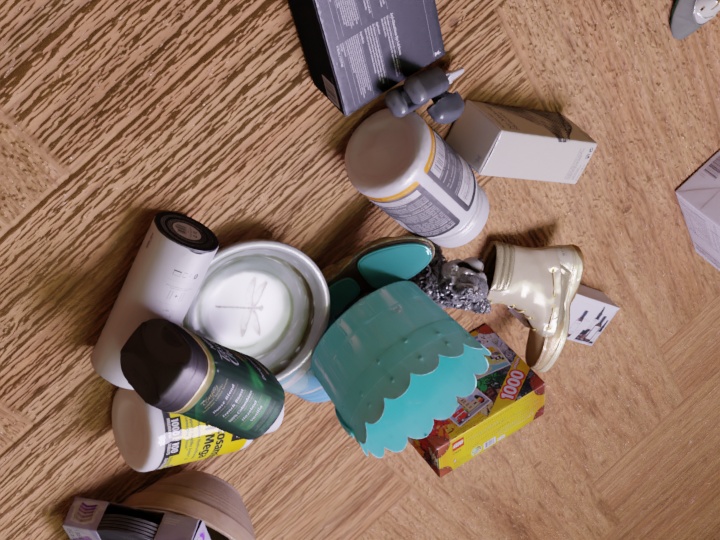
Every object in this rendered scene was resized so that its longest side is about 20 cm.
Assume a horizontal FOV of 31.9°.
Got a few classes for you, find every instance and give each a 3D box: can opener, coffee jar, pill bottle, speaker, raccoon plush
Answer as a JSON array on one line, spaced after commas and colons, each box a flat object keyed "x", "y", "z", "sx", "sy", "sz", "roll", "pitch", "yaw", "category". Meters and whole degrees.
[{"x": 0.086, "y": -0.198, "z": 1.459, "sx": 0.053, "sy": 0.067, "sz": 0.200, "roll": -31, "pitch": -176, "yaw": 23, "category": "can opener"}, {"x": -0.178, "y": 0.123, "z": 1.427, "sx": 0.085, "sy": 0.104, "sz": 0.200, "roll": -53, "pitch": 146, "yaw": 4, "category": "coffee jar"}, {"x": -0.200, "y": 0.179, "z": 1.582, "sx": 0.199, "sy": 0.112, "sz": 0.113, "roll": -8, "pitch": 131, "yaw": -37, "category": "pill bottle"}, {"x": -0.237, "y": 0.037, "z": 1.439, "sx": 0.081, "sy": 0.081, "sz": 0.200, "roll": 4, "pitch": 123, "yaw": -44, "category": "speaker"}, {"x": 0.075, "y": -0.108, "z": 1.553, "sx": 0.116, "sy": 0.116, "sz": 0.200, "roll": -47, "pitch": 143, "yaw": 5, "category": "pill bottle"}, {"x": 0.089, "y": 0.052, "z": 1.703, "sx": 0.097, "sy": 0.134, "sz": 0.200, "roll": 14, "pitch": 115, "yaw": -49, "category": "raccoon plush"}]

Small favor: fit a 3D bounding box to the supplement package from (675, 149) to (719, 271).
[{"x": 0.632, "y": -0.086, "z": 2.051, "sx": 0.152, "sy": 0.151, "sz": 0.200, "roll": -42, "pitch": 143, "yaw": -3, "category": "supplement package"}]

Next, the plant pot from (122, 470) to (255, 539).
[{"x": -0.220, "y": 0.335, "z": 1.697, "sx": 0.201, "sy": 0.200, "sz": 0.093, "roll": 81, "pitch": 23, "yaw": -48, "category": "plant pot"}]

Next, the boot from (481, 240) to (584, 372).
[{"x": 0.233, "y": 0.053, "z": 1.848, "sx": 0.155, "sy": 0.073, "sz": 0.201, "roll": 3, "pitch": 113, "yaw": -24, "category": "boot"}]

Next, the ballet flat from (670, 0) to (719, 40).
[{"x": 0.474, "y": -0.389, "z": 1.689, "sx": 0.067, "sy": 0.064, "sz": 0.201, "roll": -12, "pitch": 133, "yaw": -34, "category": "ballet flat"}]

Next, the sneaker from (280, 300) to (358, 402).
[{"x": -0.030, "y": 0.098, "z": 1.690, "sx": 0.200, "sy": 0.080, "sz": 0.131, "roll": -39, "pitch": 142, "yaw": 10, "category": "sneaker"}]

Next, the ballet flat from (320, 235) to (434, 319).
[{"x": 0.000, "y": 0.000, "z": 1.604, "sx": 0.200, "sy": 0.071, "sz": 0.071, "roll": -30, "pitch": 145, "yaw": 13, "category": "ballet flat"}]

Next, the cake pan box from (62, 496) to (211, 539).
[{"x": -0.276, "y": 0.375, "z": 1.656, "sx": 0.200, "sy": 0.183, "sz": 0.052, "roll": 80, "pitch": 21, "yaw": -49, "category": "cake pan box"}]

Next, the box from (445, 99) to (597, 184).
[{"x": 0.213, "y": -0.167, "z": 1.652, "sx": 0.199, "sy": 0.082, "sz": 0.069, "roll": 0, "pitch": 126, "yaw": -44, "category": "box"}]

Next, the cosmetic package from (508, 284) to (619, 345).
[{"x": 0.326, "y": 0.062, "z": 1.997, "sx": 0.200, "sy": 0.051, "sz": 0.083, "roll": 16, "pitch": 113, "yaw": -48, "category": "cosmetic package"}]

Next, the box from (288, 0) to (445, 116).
[{"x": 0.002, "y": -0.287, "z": 1.346, "sx": 0.141, "sy": 0.079, "sz": 0.200, "roll": -31, "pitch": 141, "yaw": -12, "category": "box"}]

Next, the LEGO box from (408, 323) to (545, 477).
[{"x": 0.154, "y": 0.192, "z": 1.886, "sx": 0.200, "sy": 0.149, "sz": 0.077, "roll": -29, "pitch": 140, "yaw": -19, "category": "LEGO box"}]

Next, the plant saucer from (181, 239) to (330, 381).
[{"x": -0.138, "y": 0.049, "z": 1.538, "sx": 0.199, "sy": 0.050, "sz": 0.201, "roll": -9, "pitch": 116, "yaw": -19, "category": "plant saucer"}]

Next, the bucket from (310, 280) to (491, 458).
[{"x": 0.045, "y": 0.122, "z": 1.587, "sx": 0.207, "sy": 0.135, "sz": 0.207, "roll": -32, "pitch": 154, "yaw": -18, "category": "bucket"}]
